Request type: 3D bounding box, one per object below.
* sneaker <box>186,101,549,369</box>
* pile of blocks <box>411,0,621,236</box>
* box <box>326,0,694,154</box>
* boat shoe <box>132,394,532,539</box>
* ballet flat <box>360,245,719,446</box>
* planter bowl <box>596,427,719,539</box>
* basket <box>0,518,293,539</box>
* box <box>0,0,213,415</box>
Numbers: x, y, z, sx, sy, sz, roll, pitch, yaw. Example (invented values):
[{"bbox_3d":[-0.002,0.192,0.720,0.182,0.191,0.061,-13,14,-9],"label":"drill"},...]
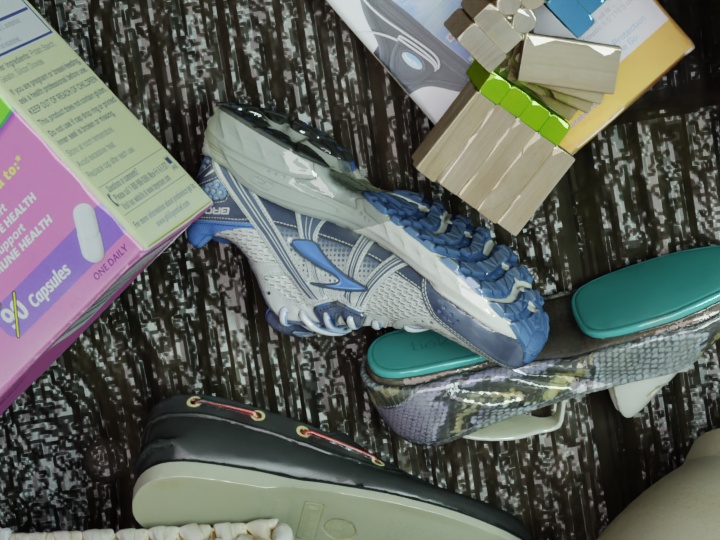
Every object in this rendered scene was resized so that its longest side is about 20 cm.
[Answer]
[{"bbox_3d":[0.000,0.000,1.325,0.200,0.077,0.085,33,108,24],"label":"sneaker"},{"bbox_3d":[0.078,-0.120,1.289,0.082,0.062,0.200,10,103,-9],"label":"pile of blocks"},{"bbox_3d":[0.050,-0.143,1.336,0.119,0.041,0.200,-41,88,6],"label":"box"},{"bbox_3d":[-0.009,0.108,1.341,0.201,0.063,0.074,15,136,-10],"label":"boat shoe"},{"bbox_3d":[0.102,0.042,1.340,0.200,0.072,0.072,-15,93,5],"label":"ballet flat"},{"bbox_3d":[0.191,0.154,1.285,0.200,0.200,0.135,18,69,3],"label":"planter bowl"},{"bbox_3d":[-0.102,0.244,1.275,0.161,0.198,0.200,-4,118,2],"label":"basket"},{"bbox_3d":[-0.206,-0.037,1.313,0.176,0.097,0.200,-43,90,22],"label":"box"}]
